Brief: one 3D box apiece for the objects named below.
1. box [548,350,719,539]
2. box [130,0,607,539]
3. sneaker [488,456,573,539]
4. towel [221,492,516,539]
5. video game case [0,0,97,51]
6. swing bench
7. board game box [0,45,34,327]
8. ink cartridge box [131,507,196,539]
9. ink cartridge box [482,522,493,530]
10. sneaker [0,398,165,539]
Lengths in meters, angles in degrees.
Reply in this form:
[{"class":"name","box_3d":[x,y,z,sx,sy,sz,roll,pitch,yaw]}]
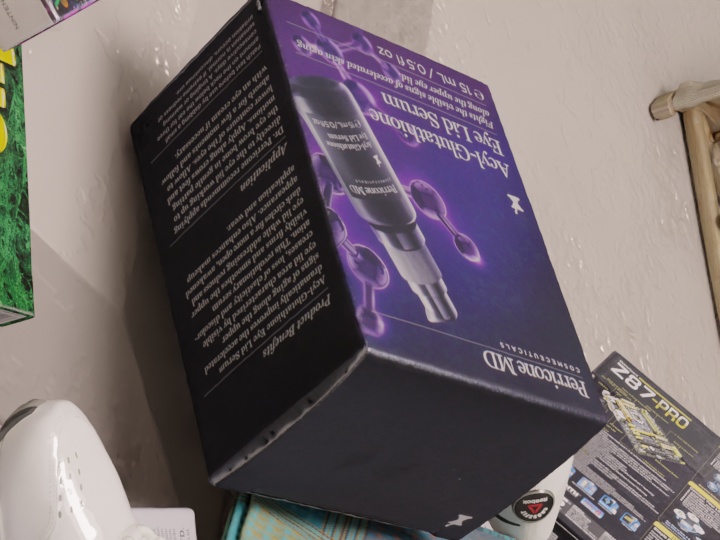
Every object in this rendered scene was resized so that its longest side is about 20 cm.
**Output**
[{"class":"box","box_3d":[0.169,0.147,1.121,0.200,0.049,0.161,40,37,10]},{"class":"box","box_3d":[0.000,0.000,0.928,0.148,0.104,0.201,17,43,-41]},{"class":"sneaker","box_3d":[0.062,0.060,1.052,0.200,0.074,0.089,-97,-174,-58]},{"class":"towel","box_3d":[0.010,0.134,0.891,0.146,0.022,0.200,26,16,-3]},{"class":"video game case","box_3d":[-0.140,-0.202,0.899,0.182,0.036,0.200,60,26,-10]},{"class":"swing bench","box_3d":[0.344,-0.066,1.534,0.130,0.198,0.201,-21,95,-61]},{"class":"board game box","box_3d":[-0.173,-0.085,0.835,0.105,0.023,0.201,22,58,-57]},{"class":"ink cartridge box","box_3d":[-0.124,0.149,0.787,0.200,0.042,0.120,13,66,-60]},{"class":"ink cartridge box","box_3d":[0.036,0.201,0.990,0.176,0.045,0.200,50,35,-11]},{"class":"sneaker","box_3d":[-0.070,0.134,0.762,0.075,0.087,0.201,-45,115,-56]}]
